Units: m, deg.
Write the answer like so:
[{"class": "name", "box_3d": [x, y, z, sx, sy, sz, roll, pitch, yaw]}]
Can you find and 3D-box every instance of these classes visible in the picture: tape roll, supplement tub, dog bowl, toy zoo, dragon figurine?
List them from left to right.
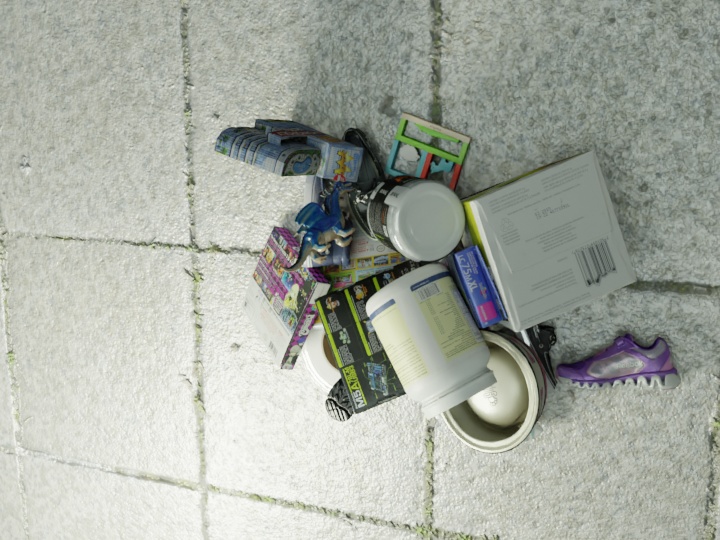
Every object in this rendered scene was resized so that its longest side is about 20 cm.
[{"class": "dragon figurine", "box_3d": [-0.077, -0.071, 1.387, 0.100, 0.199, 0.059, 46, 157, 16]}, {"class": "tape roll", "box_3d": [-0.014, 0.130, 1.532, 0.198, 0.071, 0.207, 5, 104, 20]}, {"class": "supplement tub", "box_3d": [0.080, -0.087, 1.324, 0.120, 0.200, 0.126, -3, 100, -14]}, {"class": "toy zoo", "box_3d": [0.103, -0.156, 1.453, 0.129, 0.020, 0.204, 22, 109, 15]}, {"class": "supplement tub", "box_3d": [0.109, 0.107, 1.272, 0.144, 0.144, 0.203, -31, 79, 23]}, {"class": "dog bowl", "box_3d": [0.220, 0.192, 1.379, 0.197, 0.073, 0.205, 6, 99, 38]}]

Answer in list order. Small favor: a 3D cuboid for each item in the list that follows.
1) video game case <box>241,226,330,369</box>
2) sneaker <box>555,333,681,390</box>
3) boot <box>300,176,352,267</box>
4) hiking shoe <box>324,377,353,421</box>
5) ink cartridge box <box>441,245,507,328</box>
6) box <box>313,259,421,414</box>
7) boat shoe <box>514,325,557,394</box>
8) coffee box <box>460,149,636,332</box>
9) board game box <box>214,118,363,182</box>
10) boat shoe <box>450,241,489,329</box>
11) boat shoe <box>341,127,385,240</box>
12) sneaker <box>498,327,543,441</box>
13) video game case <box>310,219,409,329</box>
[{"class": "video game case", "box_3d": [-0.141, 0.047, 1.522, 0.200, 0.035, 0.184, 48, 120, 47]}, {"class": "sneaker", "box_3d": [0.420, 0.149, 1.373, 0.196, 0.080, 0.091, -5, 93, 16]}, {"class": "boot", "box_3d": [-0.055, -0.097, 1.473, 0.088, 0.073, 0.204, 1, 66, 2]}, {"class": "hiking shoe", "box_3d": [0.013, 0.168, 1.447, 0.075, 0.101, 0.201, 39, 92, 11]}, {"class": "ink cartridge box", "box_3d": [0.173, 0.028, 1.301, 0.041, 0.200, 0.122, -21, 88, -5]}, {"class": "box", "box_3d": [0.044, 0.107, 1.375, 0.190, 0.048, 0.203, -23, 80, 5]}, {"class": "boat shoe", "box_3d": [0.298, 0.107, 1.415, 0.065, 0.070, 0.203, -25, 88, 8]}, {"class": "coffee box", "box_3d": [0.272, -0.047, 1.286, 0.196, 0.198, 0.204, -21, 95, -3]}, {"class": "board game box", "box_3d": [-0.106, -0.202, 1.403, 0.197, 0.199, 0.063, 21, 108, 28]}, {"class": "boat shoe", "box_3d": [0.193, 0.019, 1.429, 0.071, 0.072, 0.204, -17, 95, 21]}, {"class": "boat shoe", "box_3d": [0.008, -0.153, 1.436, 0.073, 0.066, 0.204, -11, 79, 3]}, {"class": "sneaker", "box_3d": [0.270, 0.199, 1.449, 0.078, 0.070, 0.205, -6, 94, -4]}, {"class": "video game case", "box_3d": [0.000, 0.000, 1.465, 0.196, 0.023, 0.186, -8, 75, 22]}]
